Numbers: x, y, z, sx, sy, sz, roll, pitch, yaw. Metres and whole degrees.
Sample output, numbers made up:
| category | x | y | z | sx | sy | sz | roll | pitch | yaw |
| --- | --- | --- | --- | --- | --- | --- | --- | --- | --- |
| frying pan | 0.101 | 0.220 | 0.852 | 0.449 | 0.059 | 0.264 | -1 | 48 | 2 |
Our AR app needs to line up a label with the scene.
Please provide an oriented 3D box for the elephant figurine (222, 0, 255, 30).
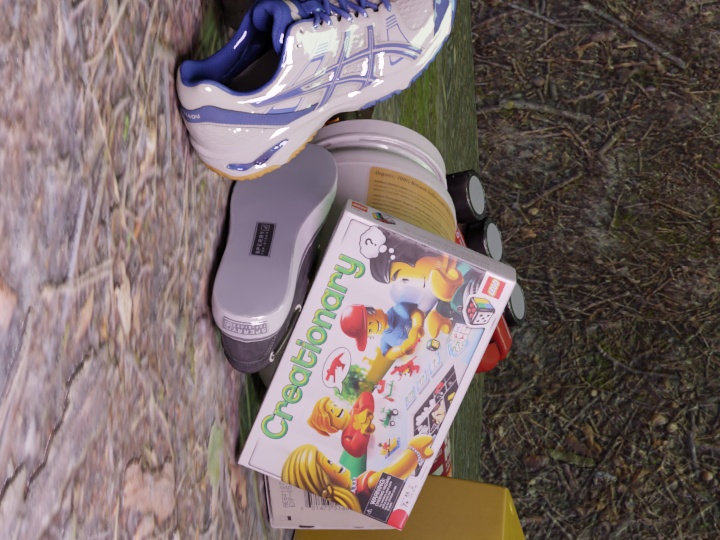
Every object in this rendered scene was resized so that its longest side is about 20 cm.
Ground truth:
| category | x | y | z | sx | sy | sz | roll | pitch | yaw |
| --- | --- | --- | --- | --- | --- | --- | --- | --- | --- |
| elephant figurine | -0.034 | -0.256 | 1.167 | 0.155 | 0.141 | 0.201 | 128 | -46 | -54 |

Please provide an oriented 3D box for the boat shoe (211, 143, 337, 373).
| category | x | y | z | sx | sy | sz | roll | pitch | yaw |
| --- | --- | --- | --- | --- | --- | --- | --- | --- | --- |
| boat shoe | -0.058 | -0.009 | 1.165 | 0.200 | 0.070 | 0.066 | -80 | 175 | -49 |

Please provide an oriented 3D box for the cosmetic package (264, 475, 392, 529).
| category | x | y | z | sx | sy | sz | roll | pitch | yaw |
| --- | --- | --- | --- | --- | --- | --- | --- | --- | --- |
| cosmetic package | -0.011 | 0.123 | 1.372 | 0.200 | 0.103 | 0.073 | -78 | 165 | -62 |

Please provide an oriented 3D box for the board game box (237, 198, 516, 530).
| category | x | y | z | sx | sy | sz | roll | pitch | yaw |
| --- | --- | --- | --- | --- | --- | --- | --- | --- | --- |
| board game box | 0.010 | 0.066 | 1.169 | 0.035 | 0.126 | 0.201 | -78 | -169 | -73 |

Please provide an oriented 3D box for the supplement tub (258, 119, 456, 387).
| category | x | y | z | sx | sy | sz | roll | pitch | yaw |
| --- | --- | --- | --- | --- | --- | --- | --- | --- | --- |
| supplement tub | 0.000 | 0.000 | 1.296 | 0.145 | 0.144 | 0.201 | 80 | 13 | -53 |

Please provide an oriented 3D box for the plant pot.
| category | x | y | z | sx | sy | sz | roll | pitch | yaw |
| --- | --- | --- | --- | --- | --- | --- | --- | --- | --- |
| plant pot | 0.056 | 0.287 | 1.437 | 0.200 | 0.176 | 0.201 | -74 | 148 | -61 |

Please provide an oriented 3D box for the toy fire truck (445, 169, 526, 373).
| category | x | y | z | sx | sy | sz | roll | pitch | yaw |
| --- | --- | --- | --- | --- | --- | --- | --- | --- | --- |
| toy fire truck | 0.074 | 0.028 | 1.473 | 0.177 | 0.128 | 0.200 | 67 | 29 | -26 |

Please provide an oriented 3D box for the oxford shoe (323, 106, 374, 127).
| category | x | y | z | sx | sy | sz | roll | pitch | yaw |
| --- | --- | --- | --- | --- | --- | --- | --- | --- | --- |
| oxford shoe | -0.020 | -0.131 | 1.435 | 0.200 | 0.071 | 0.073 | 81 | 17 | -50 |

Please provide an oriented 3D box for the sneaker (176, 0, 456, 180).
| category | x | y | z | sx | sy | sz | roll | pitch | yaw |
| --- | --- | --- | --- | --- | --- | --- | --- | --- | --- |
| sneaker | -0.023 | -0.140 | 1.041 | 0.075 | 0.200 | 0.088 | 40 | -16 | 36 |

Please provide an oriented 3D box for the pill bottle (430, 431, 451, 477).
| category | x | y | z | sx | sy | sz | roll | pitch | yaw |
| --- | --- | --- | --- | --- | --- | --- | --- | --- | --- |
| pill bottle | 0.031 | 0.142 | 1.656 | 0.110 | 0.109 | 0.201 | -80 | 168 | -51 |
